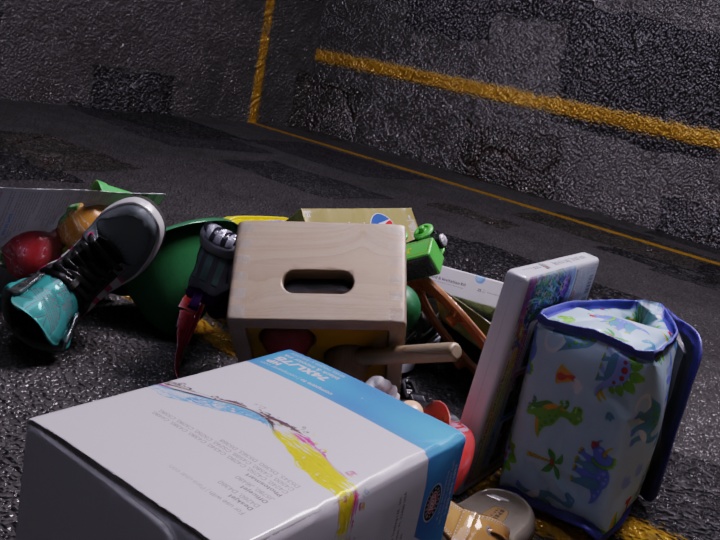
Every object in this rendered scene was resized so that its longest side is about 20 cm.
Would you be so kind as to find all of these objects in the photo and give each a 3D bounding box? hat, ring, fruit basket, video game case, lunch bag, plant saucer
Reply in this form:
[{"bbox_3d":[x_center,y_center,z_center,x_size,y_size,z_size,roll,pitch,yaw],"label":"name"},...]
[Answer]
[{"bbox_3d":[-0.189,0.058,0.942,0.198,0.165,0.178,-13,69,-46],"label":"hat"},{"bbox_3d":[0.106,0.077,0.902,0.201,0.019,0.201,51,-6,8],"label":"ring"},{"bbox_3d":[-0.339,-0.035,0.929,0.198,0.186,0.095,2,52,-40],"label":"fruit basket"},{"bbox_3d":[0.149,0.087,0.760,0.023,0.203,0.181,24,19,30],"label":"video game case"},{"bbox_3d":[0.224,0.120,0.755,0.126,0.173,0.199,19,14,28],"label":"lunch bag"},{"bbox_3d":[0.162,0.090,0.977,0.199,0.031,0.200,37,0,0],"label":"plant saucer"}]

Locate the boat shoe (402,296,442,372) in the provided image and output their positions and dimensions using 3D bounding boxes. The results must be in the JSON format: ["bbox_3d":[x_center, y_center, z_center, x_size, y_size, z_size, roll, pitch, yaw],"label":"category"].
[{"bbox_3d":[0.050,0.070,1.015,0.071,0.072,0.199,16,15,19],"label":"boat shoe"}]

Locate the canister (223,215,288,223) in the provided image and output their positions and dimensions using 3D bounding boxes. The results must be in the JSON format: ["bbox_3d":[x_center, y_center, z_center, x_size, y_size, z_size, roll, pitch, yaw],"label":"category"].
[{"bbox_3d":[-0.094,-0.029,1.167,0.147,0.088,0.198,-2,6,-45],"label":"canister"}]

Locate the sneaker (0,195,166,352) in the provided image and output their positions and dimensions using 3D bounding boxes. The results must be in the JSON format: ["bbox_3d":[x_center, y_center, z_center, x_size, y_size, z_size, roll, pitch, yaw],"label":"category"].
[{"bbox_3d":[-0.281,0.011,0.817,0.084,0.199,0.121,46,27,-14],"label":"sneaker"}]

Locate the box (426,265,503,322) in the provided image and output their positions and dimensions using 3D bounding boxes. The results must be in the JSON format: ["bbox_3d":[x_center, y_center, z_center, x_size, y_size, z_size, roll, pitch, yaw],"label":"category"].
[{"bbox_3d":[0.169,0.048,1.132,0.197,0.042,0.156,14,-14,16],"label":"box"}]

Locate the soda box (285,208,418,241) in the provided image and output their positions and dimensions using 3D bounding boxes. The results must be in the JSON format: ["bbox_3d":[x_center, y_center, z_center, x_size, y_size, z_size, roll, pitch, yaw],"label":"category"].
[{"bbox_3d":[-0.011,-0.035,1.048,0.198,0.065,0.067,-3,-21,-45],"label":"soda box"}]

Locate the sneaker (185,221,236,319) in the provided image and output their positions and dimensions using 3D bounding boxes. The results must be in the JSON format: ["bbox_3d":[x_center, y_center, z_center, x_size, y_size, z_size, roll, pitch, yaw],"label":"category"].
[{"bbox_3d":[-0.136,0.008,0.886,0.073,0.089,0.200,24,-2,15],"label":"sneaker"}]

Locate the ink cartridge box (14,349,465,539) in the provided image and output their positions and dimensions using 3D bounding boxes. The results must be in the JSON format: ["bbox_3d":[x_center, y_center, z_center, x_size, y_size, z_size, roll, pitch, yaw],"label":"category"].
[{"bbox_3d":[-0.063,0.151,0.455,0.144,0.149,0.199,21,16,32],"label":"ink cartridge box"}]

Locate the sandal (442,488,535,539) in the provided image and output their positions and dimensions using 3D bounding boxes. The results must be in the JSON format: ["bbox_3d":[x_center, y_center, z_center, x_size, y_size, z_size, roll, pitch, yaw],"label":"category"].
[{"bbox_3d":[0.082,0.192,0.602,0.081,0.056,0.199,19,16,28],"label":"sandal"}]

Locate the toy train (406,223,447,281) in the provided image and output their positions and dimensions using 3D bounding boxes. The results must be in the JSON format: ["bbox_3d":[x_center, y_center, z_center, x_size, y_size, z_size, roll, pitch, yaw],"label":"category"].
[{"bbox_3d":[0.000,0.000,0.875,0.197,0.042,0.057,-15,37,29],"label":"toy train"}]

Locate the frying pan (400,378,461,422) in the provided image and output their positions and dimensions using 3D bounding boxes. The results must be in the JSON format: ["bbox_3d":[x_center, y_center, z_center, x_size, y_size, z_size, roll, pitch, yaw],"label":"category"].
[{"bbox_3d":[0.071,0.147,0.833,0.113,0.031,0.190,16,18,16],"label":"frying pan"}]

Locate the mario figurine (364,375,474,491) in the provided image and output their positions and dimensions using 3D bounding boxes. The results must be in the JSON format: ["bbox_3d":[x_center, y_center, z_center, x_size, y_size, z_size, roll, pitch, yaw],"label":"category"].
[{"bbox_3d":[-0.003,0.130,0.647,0.196,0.106,0.125,0,61,-17],"label":"mario figurine"}]

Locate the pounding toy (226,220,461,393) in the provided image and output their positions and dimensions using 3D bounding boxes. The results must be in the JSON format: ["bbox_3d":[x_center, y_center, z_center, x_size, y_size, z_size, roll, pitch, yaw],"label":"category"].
[{"bbox_3d":[-0.016,0.052,0.766,0.196,0.185,0.144,1,58,1],"label":"pounding toy"}]
